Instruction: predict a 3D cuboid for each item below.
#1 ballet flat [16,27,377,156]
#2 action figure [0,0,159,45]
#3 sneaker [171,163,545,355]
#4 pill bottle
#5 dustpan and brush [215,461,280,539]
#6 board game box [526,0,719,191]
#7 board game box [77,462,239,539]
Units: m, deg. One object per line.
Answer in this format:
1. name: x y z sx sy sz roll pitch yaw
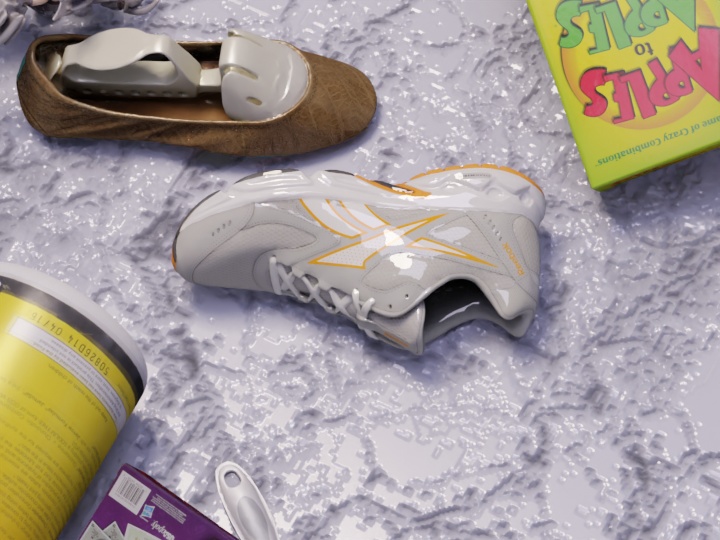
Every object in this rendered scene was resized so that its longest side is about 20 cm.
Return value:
1. ballet flat: -0.092 -0.104 1.604 0.198 0.072 0.068 5 63 7
2. action figure: -0.202 -0.162 1.624 0.199 0.130 0.070 9 102 15
3. sneaker: 0.000 0.000 1.542 0.198 0.076 0.093 -5 65 3
4. pill bottle: -0.198 0.104 1.473 0.111 0.112 0.201 22 64 16
5. dustpan and brush: -0.024 0.185 1.444 0.139 0.057 0.201 -24 62 -9
6. board game box: 0.139 -0.154 1.571 0.101 0.048 0.201 -20 87 8
7. board game box: -0.072 0.192 1.416 0.200 0.032 0.120 32 87 33
